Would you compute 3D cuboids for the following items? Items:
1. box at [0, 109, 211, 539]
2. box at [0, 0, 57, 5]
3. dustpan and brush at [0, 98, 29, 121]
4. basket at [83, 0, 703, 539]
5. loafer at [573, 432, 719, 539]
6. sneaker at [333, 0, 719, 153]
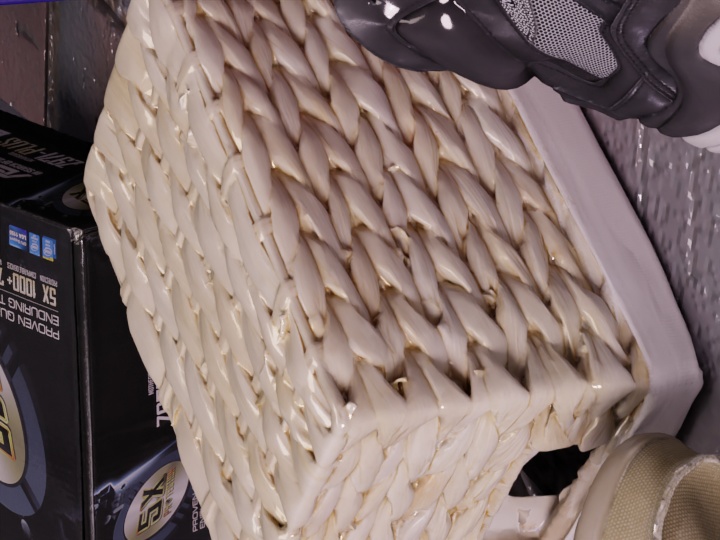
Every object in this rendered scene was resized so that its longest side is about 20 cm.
[{"bbox_3d":[-0.154,0.026,1.129,0.199,0.086,0.165,20,118,41],"label":"box"},{"bbox_3d":[-0.238,-0.180,1.203,0.200,0.183,0.106,-163,67,-64],"label":"box"},{"bbox_3d":[-0.149,0.006,1.212,0.199,0.057,0.140,27,124,31],"label":"dustpan and brush"},{"bbox_3d":[0.000,0.000,0.801,0.136,0.123,0.201,114,142,-49],"label":"basket"},{"bbox_3d":[0.108,0.139,0.677,0.068,0.075,0.201,-18,73,35],"label":"loafer"},{"bbox_3d":[0.045,-0.097,0.603,0.200,0.113,0.076,73,-154,-59],"label":"sneaker"}]
